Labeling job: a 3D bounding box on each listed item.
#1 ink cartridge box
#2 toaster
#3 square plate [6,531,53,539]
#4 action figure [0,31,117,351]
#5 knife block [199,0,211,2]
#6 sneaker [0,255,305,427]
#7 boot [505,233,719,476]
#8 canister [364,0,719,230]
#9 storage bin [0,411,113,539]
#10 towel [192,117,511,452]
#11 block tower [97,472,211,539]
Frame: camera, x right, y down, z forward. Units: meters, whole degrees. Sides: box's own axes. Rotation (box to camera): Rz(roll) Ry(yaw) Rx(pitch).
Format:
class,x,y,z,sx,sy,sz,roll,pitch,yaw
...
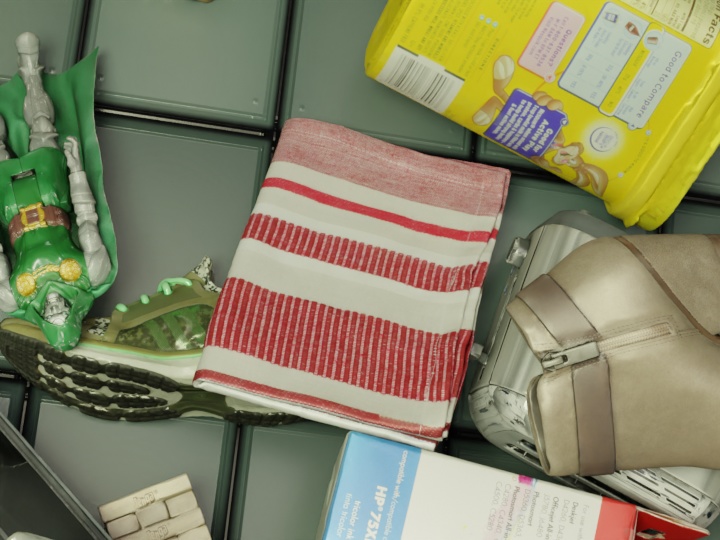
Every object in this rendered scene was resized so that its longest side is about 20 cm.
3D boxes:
class,x,y,z,sx,sy,sz,roll,pitch,yaw
ink cartridge box,0.077,0.152,0.857,0.198,0.116,0.068,15,75,0
toaster,0.157,0.065,0.899,0.199,0.114,0.130,28,79,-4
square plate,-0.129,0.230,0.711,0.199,0.028,0.199,30,92,-44
action figure,-0.182,-0.041,0.868,0.117,0.055,0.201,-21,60,-1
knife block,-0.147,-0.280,0.952,0.198,0.064,0.177,20,76,-4
sneaker,-0.106,0.035,0.895,0.198,0.077,0.089,7,58,-11
boot,0.163,0.076,0.815,0.145,0.070,0.202,-19,87,-5
canister,0.119,-0.133,0.913,0.199,0.087,0.149,26,113,-10
storage bin,-0.198,0.159,0.785,0.135,0.094,0.200,-40,53,-14
towel,0.000,0.000,0.884,0.143,0.023,0.201,14,51,4
block tower,-0.084,0.215,0.856,0.054,0.058,0.201,-20,83,-13
